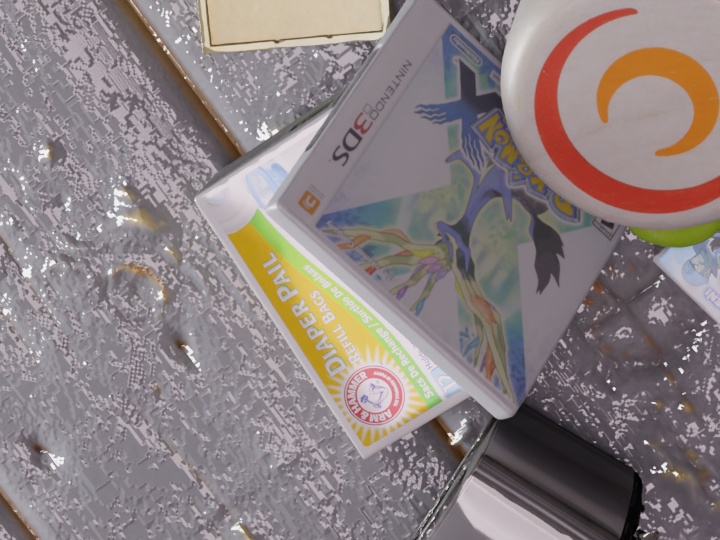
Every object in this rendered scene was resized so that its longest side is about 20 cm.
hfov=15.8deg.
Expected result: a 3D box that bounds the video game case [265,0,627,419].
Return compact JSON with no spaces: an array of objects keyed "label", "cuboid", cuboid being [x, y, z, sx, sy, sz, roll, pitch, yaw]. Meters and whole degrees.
[{"label":"video game case","cuboid":[0.062,-0.041,1.587,0.200,0.022,0.183,42,63,-16]}]

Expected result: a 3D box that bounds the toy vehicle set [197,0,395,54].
[{"label":"toy vehicle set","cuboid":[-0.047,-0.241,1.631,0.123,0.027,0.201,-3,102,8]}]

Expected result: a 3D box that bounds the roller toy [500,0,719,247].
[{"label":"roller toy","cuboid":[0.183,-0.133,1.556,0.182,0.140,0.200,33,124,-8]}]

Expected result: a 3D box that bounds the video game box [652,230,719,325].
[{"label":"video game box","cuboid":[0.316,-0.005,1.626,0.200,0.047,0.182,44,103,-4]}]

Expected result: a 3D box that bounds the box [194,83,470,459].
[{"label":"box","cuboid":[0.000,0.000,1.641,0.112,0.101,0.201,-32,97,13]}]

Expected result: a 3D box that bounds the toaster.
[{"label":"toaster","cuboid":[0.094,0.187,1.631,0.118,0.181,0.201,32,106,1]}]
